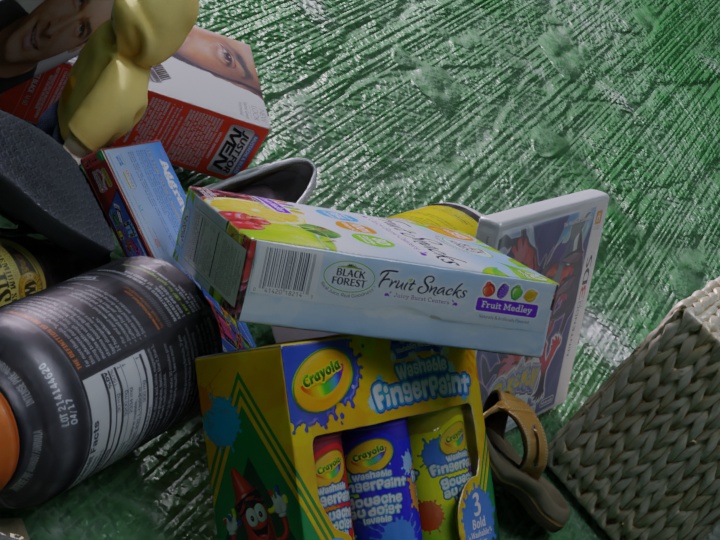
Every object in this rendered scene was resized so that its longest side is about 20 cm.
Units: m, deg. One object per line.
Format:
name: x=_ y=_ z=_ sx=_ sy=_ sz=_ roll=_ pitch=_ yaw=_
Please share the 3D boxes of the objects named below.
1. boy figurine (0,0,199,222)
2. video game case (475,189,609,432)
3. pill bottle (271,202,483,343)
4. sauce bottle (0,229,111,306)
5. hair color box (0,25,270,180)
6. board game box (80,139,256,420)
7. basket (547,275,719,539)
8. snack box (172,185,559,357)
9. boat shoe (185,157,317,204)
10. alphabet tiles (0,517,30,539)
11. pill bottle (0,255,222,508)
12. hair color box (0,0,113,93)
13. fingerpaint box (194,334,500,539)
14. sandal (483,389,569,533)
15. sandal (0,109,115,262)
boy figurine: x=-0.174 y=-0.114 z=0.988 sx=0.064 sy=0.200 sz=0.125 roll=28 pitch=34 yaw=-22
video game case: x=0.129 y=0.037 z=1.187 sx=0.023 sy=0.184 sz=0.199 roll=19 pitch=18 yaw=29
pill bottle: x=0.025 y=0.019 z=1.137 sx=0.115 sy=0.114 sz=0.199 roll=49 pitch=30 yaw=13
sauce bottle: x=-0.222 y=0.010 z=0.900 sx=0.066 sy=0.066 sz=0.200 roll=47 pitch=30 yaw=10
hair color box: x=-0.174 y=-0.147 z=1.152 sx=0.198 sy=0.064 sz=0.112 roll=16 pitch=37 yaw=-30
board game box: x=-0.111 y=0.013 z=0.984 sx=0.202 sy=0.019 sz=0.103 roll=65 pitch=16 yaw=-1
basket: x=0.282 y=0.122 z=1.225 sx=0.161 sy=0.200 sz=0.198 roll=46 pitch=29 yaw=13
snack box: x=0.000 y=0.000 z=0.932 sx=0.198 sy=0.054 sz=0.142 roll=9 pitch=12 yaw=-23
boat shoe: x=-0.094 y=-0.036 z=1.116 sx=0.074 sy=0.065 sz=0.202 roll=46 pitch=29 yaw=8
alphabet tiles: x=-0.199 y=0.205 z=0.728 sx=0.166 sy=0.008 sz=0.201 roll=6 pitch=44 yaw=-47
pill bottle: x=-0.169 y=0.064 z=0.850 sx=0.106 sy=0.106 sz=0.200 roll=47 pitch=29 yaw=9
hair color box: x=-0.232 y=-0.175 z=1.008 sx=0.199 sy=0.099 sz=0.061 roll=-32 pitch=72 yaw=-26
fingerpaint box: x=0.000 y=0.122 z=0.932 sx=0.199 sy=0.073 sz=0.169 roll=-3 pitch=85 yaw=-53
sandal: x=0.109 y=0.122 z=1.093 sx=0.200 sy=0.054 sz=0.081 roll=46 pitch=7 yaw=-45
sandal: x=-0.221 y=-0.061 z=0.879 sx=0.200 sy=0.043 sz=0.077 roll=34 pitch=28 yaw=-43
